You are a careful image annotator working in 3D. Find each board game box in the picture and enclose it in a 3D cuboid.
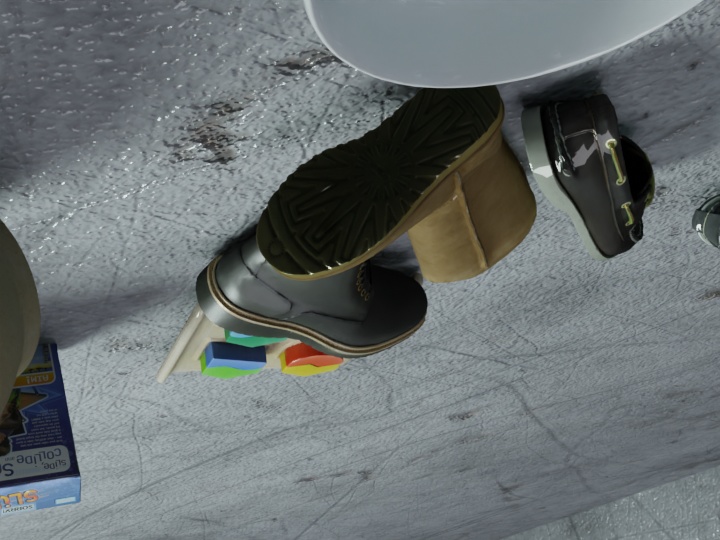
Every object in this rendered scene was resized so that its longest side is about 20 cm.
[{"bbox_3d":[-0.318,0.126,0.899,0.198,0.136,0.035,-6,136,-19],"label":"board game box"}]

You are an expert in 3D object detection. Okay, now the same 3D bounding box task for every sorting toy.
[{"bbox_3d":[-0.062,0.057,1.026,0.198,0.037,0.185,-5,158,-23],"label":"sorting toy"}]

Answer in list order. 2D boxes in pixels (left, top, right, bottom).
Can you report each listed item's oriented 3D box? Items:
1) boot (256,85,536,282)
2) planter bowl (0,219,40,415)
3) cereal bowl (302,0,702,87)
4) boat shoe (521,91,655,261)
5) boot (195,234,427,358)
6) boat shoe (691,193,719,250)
[{"bbox_3d":[0.036,-0.028,0.770,0.174,0.066,0.200,-33,159,1],"label":"boot"},{"bbox_3d":[-0.259,0.030,0.639,0.199,0.202,0.134,-29,-178,37],"label":"planter bowl"},{"bbox_3d":[0.065,-0.157,0.464,0.198,0.084,0.200,-12,161,-4],"label":"cereal bowl"},{"bbox_3d":[0.167,-0.059,0.812,0.060,0.073,0.201,-17,158,21],"label":"boat shoe"},{"bbox_3d":[0.000,0.000,0.868,0.198,0.078,0.138,2,150,-39],"label":"boot"},{"bbox_3d":[0.361,-0.044,1.019,0.198,0.073,0.067,-6,-163,-38],"label":"boat shoe"}]
